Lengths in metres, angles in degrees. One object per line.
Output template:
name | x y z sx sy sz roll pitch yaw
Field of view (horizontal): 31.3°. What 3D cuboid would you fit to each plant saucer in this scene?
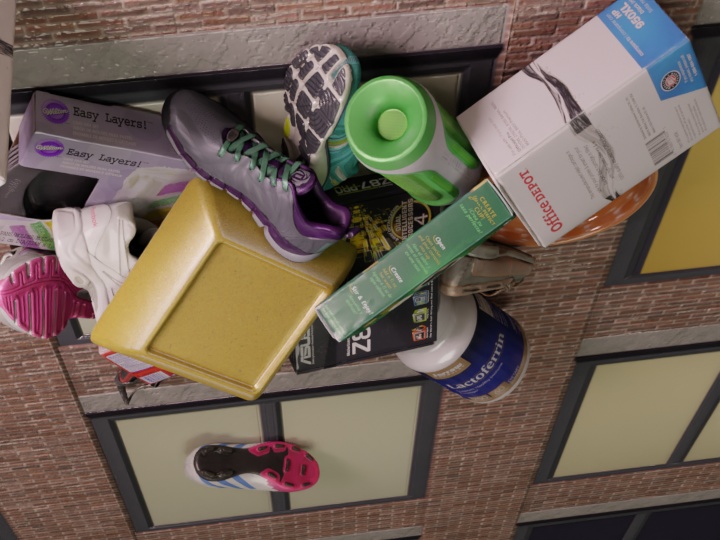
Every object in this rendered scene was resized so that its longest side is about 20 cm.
plant saucer | -0.121 0.034 1.218 0.199 0.049 0.201 24 111 -35
plant saucer | 0.203 -0.091 1.319 0.198 0.038 0.201 -6 150 -3

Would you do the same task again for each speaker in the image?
speaker | 0.052 -0.112 1.148 0.088 0.089 0.200 -18 167 16

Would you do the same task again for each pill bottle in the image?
pill bottle | 0.104 0.074 1.497 0.115 0.117 0.200 -25 146 27

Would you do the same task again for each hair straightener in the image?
hair straightener | -0.241 0.118 1.555 0.076 0.041 0.200 8 146 -26

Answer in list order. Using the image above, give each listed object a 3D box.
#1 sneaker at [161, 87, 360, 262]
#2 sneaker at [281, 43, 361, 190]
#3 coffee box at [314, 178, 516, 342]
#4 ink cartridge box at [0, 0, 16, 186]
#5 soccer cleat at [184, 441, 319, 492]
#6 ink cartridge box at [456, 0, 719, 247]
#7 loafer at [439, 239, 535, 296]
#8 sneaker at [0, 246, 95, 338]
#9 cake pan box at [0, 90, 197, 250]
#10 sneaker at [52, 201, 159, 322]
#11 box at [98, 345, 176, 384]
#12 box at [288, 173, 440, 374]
sneaker | -0.083 -0.095 1.138 0.200 0.075 0.087 44 145 -21
sneaker | -0.025 -0.140 1.163 0.079 0.078 0.200 -22 158 -19
coffee box | 0.056 -0.010 1.211 0.199 0.044 0.123 -37 176 9
ink cartridge box | -0.331 -0.132 0.946 0.144 0.202 0.084 -27 143 29
soccer cleat | -0.158 0.280 1.844 0.198 0.071 0.086 10 162 -25
ink cartridge box | 0.204 -0.132 1.145 0.199 0.085 0.145 -35 144 7
loafer | 0.128 -0.001 1.369 0.071 0.063 0.200 20 -175 25
sneaker | -0.323 0.018 1.267 0.087 0.082 0.200 9 -178 12
cake pan box | -0.242 -0.081 1.208 0.198 0.053 0.184 10 143 -28
sneaker | -0.218 0.002 1.234 0.098 0.079 0.200 -15 151 4
box | -0.175 0.037 1.378 0.198 0.096 0.100 -20 149 18
box | 0.000 0.000 1.309 0.160 0.049 0.202 -10 125 -15
